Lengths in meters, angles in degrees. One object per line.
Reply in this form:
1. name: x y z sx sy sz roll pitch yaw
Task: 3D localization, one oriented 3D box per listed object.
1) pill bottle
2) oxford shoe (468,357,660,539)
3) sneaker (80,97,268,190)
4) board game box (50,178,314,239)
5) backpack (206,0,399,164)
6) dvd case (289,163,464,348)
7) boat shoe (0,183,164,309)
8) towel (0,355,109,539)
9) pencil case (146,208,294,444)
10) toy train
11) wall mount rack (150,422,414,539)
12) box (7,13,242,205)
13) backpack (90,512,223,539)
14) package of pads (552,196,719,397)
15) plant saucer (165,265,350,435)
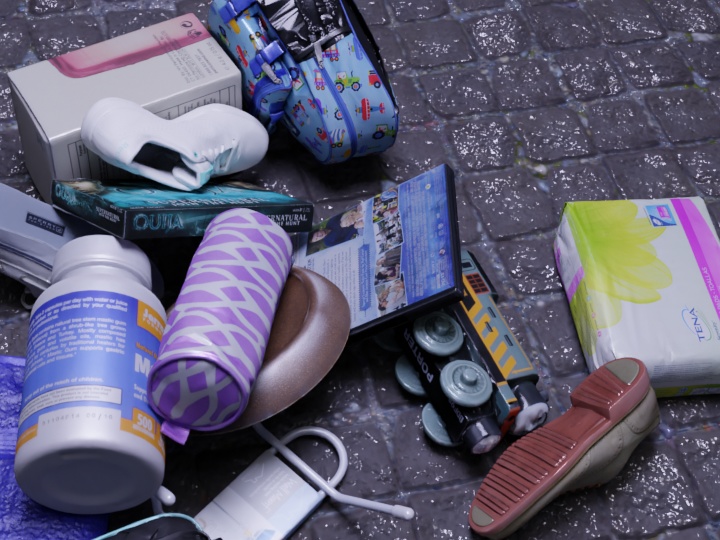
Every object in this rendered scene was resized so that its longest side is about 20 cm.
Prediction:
1. pill bottle: -0.206 0.075 0.889 0.110 0.113 0.203 -1 52 -7
2. oxford shoe: 0.177 0.162 0.940 0.199 0.074 0.071 -38 24 -10
3. sneaker: -0.152 -0.104 1.033 0.198 0.076 0.088 -3 34 -45
4. board game box: -0.158 -0.058 1.018 0.198 0.029 0.134 -4 17 -42
5. backpack: -0.052 -0.191 1.127 0.133 0.182 0.202 -30 94 -14
6. dvd case: 0.000 0.000 1.004 0.198 0.018 0.145 -23 47 25
7. boat shoe: -0.279 -0.002 1.019 0.200 0.086 0.075 25 40 -25
8. towel: -0.270 0.158 0.904 0.145 0.050 0.203 0 51 -5
9. pencil case: -0.109 0.035 0.893 0.083 0.085 0.201 36 34 -15
10. toy train: 0.088 0.067 1.003 0.112 0.086 0.202 -11 53 -27
11. wall mount rack: -0.063 0.193 0.882 0.173 0.075 0.200 35 56 22
12. box: -0.223 -0.144 1.101 0.198 0.129 0.109 -23 55 -24
13. backpack: -0.176 0.275 0.747 0.197 0.154 0.177 -5 49 -37
14. package of pads: 0.271 0.022 1.064 0.151 0.069 0.202 -3 51 -9
15. plant saucer: -0.105 0.055 0.963 0.196 0.032 0.202 -14 36 10
